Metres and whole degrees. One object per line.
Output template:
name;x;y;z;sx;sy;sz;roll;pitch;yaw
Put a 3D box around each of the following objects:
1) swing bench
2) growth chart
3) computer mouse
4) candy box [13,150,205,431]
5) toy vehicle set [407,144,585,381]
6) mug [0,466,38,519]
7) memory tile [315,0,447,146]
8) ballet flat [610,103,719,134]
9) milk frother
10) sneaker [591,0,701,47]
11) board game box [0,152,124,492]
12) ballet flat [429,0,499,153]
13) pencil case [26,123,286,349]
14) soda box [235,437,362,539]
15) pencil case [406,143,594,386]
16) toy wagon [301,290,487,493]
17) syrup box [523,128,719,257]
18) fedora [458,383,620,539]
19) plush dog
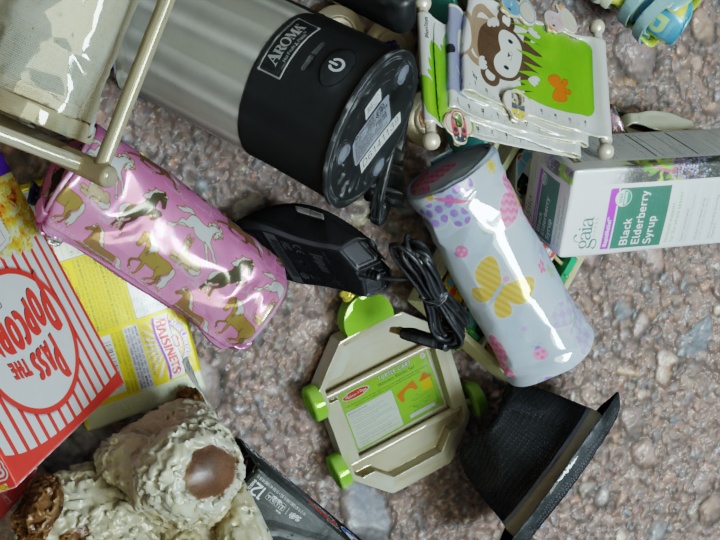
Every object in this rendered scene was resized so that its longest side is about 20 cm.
swing bench;-0.218;-0.185;0.702;0.129;0.200;0.200;21;94;-40
growth chart;0.122;-0.154;0.838;0.199;0.018;0.146;2;73;-30
computer mouse;0.000;0.000;0.852;0.046;0.199;0.141;-59;137;-25
candy box;-0.194;0.016;0.839;0.102;0.026;0.202;-19;108;-22
toy vehicle set;0.138;-0.019;0.954;0.124;0.026;0.201;39;72;-25
mug;-0.311;0.079;0.746;0.177;0.133;0.200;-41;117;-9
memory tile;0.028;-0.210;0.894;0.152;0.017;0.202;8;97;-25
ballet flat;0.296;-0.108;0.998;0.199;0.070;0.071;14;137;-22
milk frother;-0.054;-0.126;0.809;0.181;0.187;0.201;-47;157;-37
sneaker;0.207;-0.244;0.899;0.199;0.080;0.131;-13;69;-22
board game box;-0.258;0.030;0.735;0.046;0.152;0.201;-20;104;22
ballet flat;0.094;-0.184;0.888;0.070;0.071;0.201;-22;109;-18
pencil case;-0.145;-0.019;0.795;0.200;0.083;0.087;36;110;-29
soda box;-0.049;0.236;0.924;0.063;0.071;0.200;-48;114;-4
pencil case;0.116;-0.004;0.876;0.083;0.091;0.201;-25;109;21
toy wagon;0.024;0.094;0.944;0.154;0.040;0.201;-25;109;-17
syrup box;0.245;-0.069;0.917;0.198;0.082;0.079;-5;119;-18
fedora;0.145;0.160;0.951;0.091;0.201;0.201;36;84;11
plush dog;-0.172;0.172;0.788;0.171;0.161;0.201;-26;136;-14
